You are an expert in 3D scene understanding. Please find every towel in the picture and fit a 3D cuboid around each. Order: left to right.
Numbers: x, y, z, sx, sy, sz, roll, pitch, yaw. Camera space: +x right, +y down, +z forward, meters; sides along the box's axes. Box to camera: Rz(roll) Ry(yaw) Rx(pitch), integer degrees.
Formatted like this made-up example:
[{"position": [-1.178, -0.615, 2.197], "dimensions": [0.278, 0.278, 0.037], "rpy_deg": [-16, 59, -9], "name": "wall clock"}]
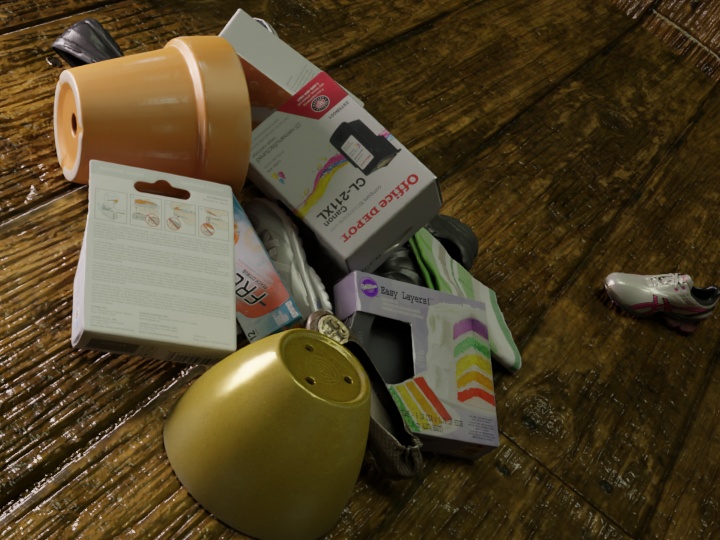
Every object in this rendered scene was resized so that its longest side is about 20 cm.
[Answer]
[{"position": [0.133, 0.031, 1.700], "dimensions": [0.200, 0.031, 0.149], "rpy_deg": [42, 18, -42], "name": "towel"}]

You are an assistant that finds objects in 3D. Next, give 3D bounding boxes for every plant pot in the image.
[{"position": [-0.245, -0.166, 1.533], "dimensions": [0.183, 0.200, 0.200], "rpy_deg": [-5, 46, -26], "name": "plant pot"}, {"position": [-0.070, 0.140, 1.296], "dimensions": [0.200, 0.142, 0.200], "rpy_deg": [26, 30, -16], "name": "plant pot"}]

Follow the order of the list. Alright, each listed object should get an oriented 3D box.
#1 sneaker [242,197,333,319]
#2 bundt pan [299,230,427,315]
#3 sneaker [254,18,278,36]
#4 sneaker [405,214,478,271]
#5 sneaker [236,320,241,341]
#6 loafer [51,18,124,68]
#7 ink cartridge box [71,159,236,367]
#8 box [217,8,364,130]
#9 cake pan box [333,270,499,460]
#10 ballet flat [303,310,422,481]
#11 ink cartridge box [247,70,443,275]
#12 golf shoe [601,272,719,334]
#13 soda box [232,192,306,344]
[{"position": [-0.102, -0.004, 1.533], "dimensions": [0.082, 0.075, 0.200], "rpy_deg": [-19, 54, -17], "name": "sneaker"}, {"position": [0.000, 0.000, 1.641], "dimensions": [0.202, 0.076, 0.202], "rpy_deg": [26, 30, -16], "name": "bundt pan"}, {"position": [-0.159, -0.302, 1.914], "dimensions": [0.079, 0.078, 0.200], "rpy_deg": [20, 34, -35], "name": "sneaker"}, {"position": [0.073, -0.060, 1.796], "dimensions": [0.200, 0.076, 0.091], "rpy_deg": [29, 24, -8], "name": "sneaker"}, {"position": [-0.197, -0.001, 1.428], "dimensions": [0.200, 0.087, 0.075], "rpy_deg": [42, 28, 9], "name": "sneaker"}, {"position": [-0.305, -0.227, 1.680], "dimensions": [0.070, 0.068, 0.201], "rpy_deg": [-39, 82, -23], "name": "loafer"}, {"position": [-0.210, -0.007, 1.377], "dimensions": [0.160, 0.047, 0.200], "rpy_deg": [10, 58, -24], "name": "ink cartridge box"}, {"position": [-0.117, -0.209, 1.694], "dimensions": [0.200, 0.124, 0.098], "rpy_deg": [36, 35, -10], "name": "box"}, {"position": [0.059, 0.106, 1.506], "dimensions": [0.200, 0.052, 0.184], "rpy_deg": [15, 57, -30], "name": "cake pan box"}, {"position": [0.007, 0.126, 1.390], "dimensions": [0.067, 0.046, 0.200], "rpy_deg": [-27, 87, -40], "name": "ballet flat"}, {"position": [-0.023, -0.109, 1.555], "dimensions": [0.200, 0.146, 0.083], "rpy_deg": [45, -9, 20], "name": "ink cartridge box"}, {"position": [0.459, 0.030, 2.054], "dimensions": [0.200, 0.092, 0.073], "rpy_deg": [15, 36, -29], "name": "golf shoe"}, {"position": [-0.122, 0.008, 1.463], "dimensions": [0.200, 0.064, 0.068], "rpy_deg": [58, -3, 33], "name": "soda box"}]
